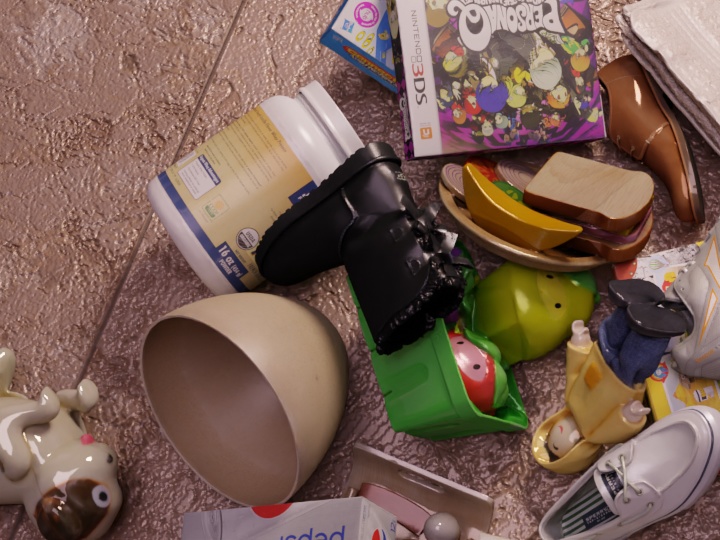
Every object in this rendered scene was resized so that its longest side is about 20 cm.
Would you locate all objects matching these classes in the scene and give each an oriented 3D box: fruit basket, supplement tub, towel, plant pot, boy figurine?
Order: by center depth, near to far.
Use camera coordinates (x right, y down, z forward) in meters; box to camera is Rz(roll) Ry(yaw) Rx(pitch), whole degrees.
[{"bbox_3d":[0.211,0.099,1.286,0.064,0.200,0.125,3,41,-28],"label":"boy figurine"},{"bbox_3d":[0.114,0.045,1.340,0.215,0.155,0.217,-7,75,28],"label":"fruit basket"},{"bbox_3d":[-0.088,0.099,1.349,0.200,0.201,0.134,37,48,21],"label":"plant pot"},{"bbox_3d":[0.344,-0.192,1.390,0.132,0.035,0.200,-23,66,-30],"label":"towel"},{"bbox_3d":[-0.091,-0.079,1.416,0.200,0.144,0.145,-35,68,-1],"label":"supplement tub"}]

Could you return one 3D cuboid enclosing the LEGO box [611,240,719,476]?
[{"bbox_3d":[0.323,0.078,1.310,0.148,0.077,0.201,-15,69,6],"label":"LEGO box"}]

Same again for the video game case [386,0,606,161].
[{"bbox_3d":[0.129,-0.205,1.396,0.199,0.036,0.182,-6,90,-15],"label":"video game case"}]

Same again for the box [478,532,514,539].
[{"bbox_3d":[0.196,0.290,1.258,0.199,0.095,0.078,10,75,16],"label":"box"}]

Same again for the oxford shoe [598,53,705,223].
[{"bbox_3d":[0.278,-0.121,1.396,0.071,0.071,0.201,-22,58,9],"label":"oxford shoe"}]

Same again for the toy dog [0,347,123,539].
[{"bbox_3d":[-0.318,0.186,1.382,0.199,0.139,0.195,24,91,18],"label":"toy dog"}]

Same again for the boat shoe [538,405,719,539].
[{"bbox_3d":[0.230,0.187,1.240,0.200,0.067,0.074,-53,48,35],"label":"boat shoe"}]

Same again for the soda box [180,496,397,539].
[{"bbox_3d":[-0.068,0.250,1.306,0.199,0.063,0.069,-10,60,31],"label":"soda box"}]

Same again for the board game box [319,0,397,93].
[{"bbox_3d":[0.094,-0.258,1.438,0.195,0.056,0.200,32,80,-10],"label":"board game box"}]

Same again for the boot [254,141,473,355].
[{"bbox_3d":[0.000,0.000,1.299,0.198,0.073,0.163,-42,61,30],"label":"boot"}]

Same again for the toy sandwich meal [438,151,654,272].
[{"bbox_3d":[0.172,-0.069,1.345,0.205,0.205,0.070,28,123,19],"label":"toy sandwich meal"}]

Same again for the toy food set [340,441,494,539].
[{"bbox_3d":[0.020,0.274,1.318,0.143,0.060,0.201,20,77,17],"label":"toy food set"}]

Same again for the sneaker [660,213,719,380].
[{"bbox_3d":[0.307,0.000,1.261,0.092,0.076,0.201,1,70,16],"label":"sneaker"}]
